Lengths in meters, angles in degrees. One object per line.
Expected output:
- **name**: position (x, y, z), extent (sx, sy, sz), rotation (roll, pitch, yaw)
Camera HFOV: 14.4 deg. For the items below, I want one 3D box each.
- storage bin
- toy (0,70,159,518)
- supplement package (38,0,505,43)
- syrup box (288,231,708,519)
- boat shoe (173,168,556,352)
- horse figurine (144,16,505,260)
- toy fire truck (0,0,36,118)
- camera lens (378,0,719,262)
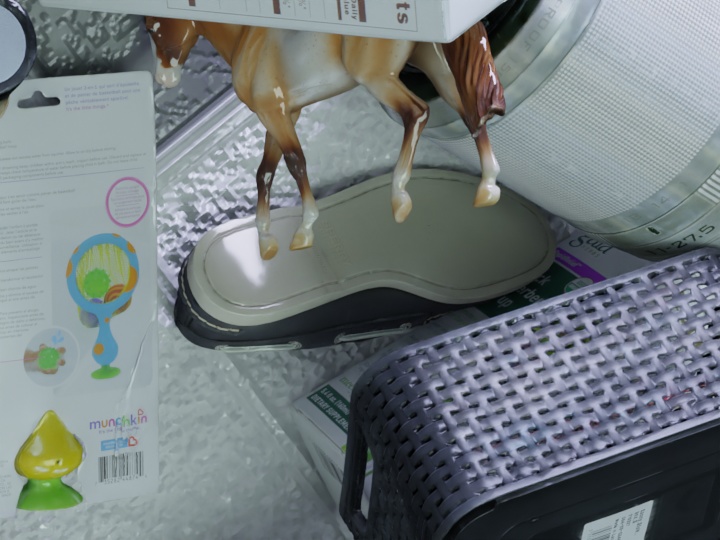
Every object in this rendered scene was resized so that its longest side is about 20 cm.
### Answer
- **storage bin**: position (0.101, 0.087, 1.316), extent (0.200, 0.094, 0.135), rotation (-18, 145, -19)
- **toy**: position (-0.152, 0.011, 1.311), extent (0.115, 0.047, 0.201), rotation (-7, 99, -31)
- **supplement package**: position (-0.030, -0.174, 1.199), extent (0.117, 0.200, 0.118), rotation (-40, 132, -54)
- **syrup box**: position (0.076, 0.059, 1.424), extent (0.200, 0.079, 0.082), rotation (-31, 119, -11)
- **boat shoe**: position (0.000, 0.000, 1.391), extent (0.200, 0.073, 0.063), rotation (-9, 156, -28)
- **horse figurine**: position (-0.008, -0.081, 1.256), extent (0.050, 0.200, 0.133), rotation (-7, 86, -48)
- **toy fire truck**: position (-0.247, -0.138, 1.179), extent (0.199, 0.129, 0.177), rotation (-2, 86, -19)
- **camera lens**: position (0.113, -0.105, 1.331), extent (0.200, 0.160, 0.160), rotation (29, 96, -31)
